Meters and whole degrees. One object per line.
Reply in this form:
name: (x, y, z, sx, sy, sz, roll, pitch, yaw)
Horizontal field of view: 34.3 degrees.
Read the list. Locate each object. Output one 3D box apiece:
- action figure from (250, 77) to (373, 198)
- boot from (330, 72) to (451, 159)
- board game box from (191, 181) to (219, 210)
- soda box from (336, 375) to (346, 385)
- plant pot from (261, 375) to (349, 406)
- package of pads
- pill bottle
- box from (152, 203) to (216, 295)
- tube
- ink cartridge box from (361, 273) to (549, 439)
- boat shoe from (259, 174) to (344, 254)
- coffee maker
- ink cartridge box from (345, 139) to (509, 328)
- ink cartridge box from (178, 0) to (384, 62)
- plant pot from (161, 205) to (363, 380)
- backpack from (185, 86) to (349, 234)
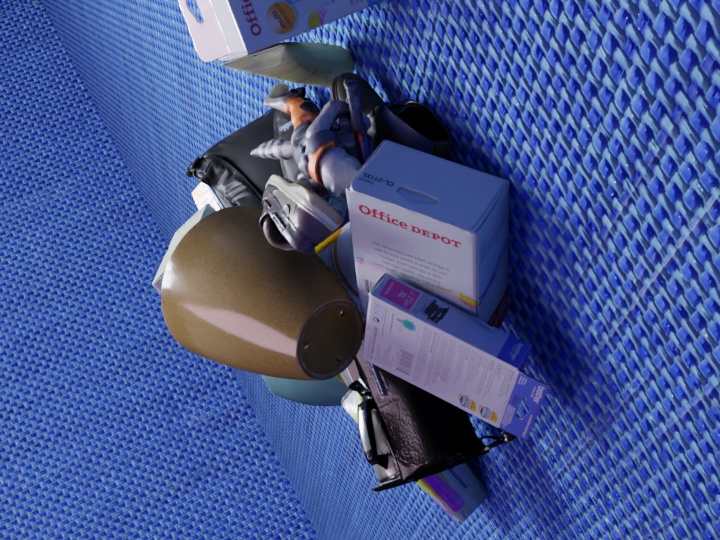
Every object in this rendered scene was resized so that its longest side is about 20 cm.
action figure: (-0.041, -0.104, 1.253, 0.193, 0.104, 0.201, -143, 39, -64)
boot: (0.037, -0.165, 1.257, 0.201, 0.074, 0.097, 57, 145, 26)
board game box: (-0.140, -0.036, 1.656, 0.046, 0.151, 0.201, -44, 58, 28)
soda box: (-0.007, 0.121, 1.663, 0.064, 0.067, 0.200, 68, -171, 27)
plant pot: (-0.086, 0.128, 1.813, 0.200, 0.134, 0.201, -20, -90, -80)
package of pads: (0.071, 0.244, 1.623, 0.200, 0.068, 0.155, 38, 171, 48)
pill bottle: (0.000, 0.000, 1.417, 0.200, 0.111, 0.112, -34, 81, 47)
box: (-0.200, -0.011, 1.477, 0.082, 0.068, 0.200, 47, -167, -14)
tube: (-0.070, -0.233, 1.293, 0.052, 0.058, 0.200, 39, -159, 17)
ink cartridge box: (0.098, 0.090, 1.191, 0.199, 0.042, 0.120, 28, 146, 15)
boat shoe: (-0.077, -0.055, 1.245, 0.072, 0.065, 0.200, 43, 173, -20)
coffee maker: (0.075, 0.150, 1.454, 0.135, 0.191, 0.201, 37, -147, -74)
ink cartridge box: (0.073, -0.018, 1.191, 0.145, 0.083, 0.201, 21, 144, 22)
ink cartridge box: (-0.085, -0.297, 1.171, 0.129, 0.199, 0.125, 68, 164, -14)
plant pot: (-0.092, 0.043, 1.309, 0.199, 0.186, 0.187, 25, 140, 45)
backpack: (-0.104, -0.107, 1.559, 0.154, 0.199, 0.191, 41, -162, -52)
